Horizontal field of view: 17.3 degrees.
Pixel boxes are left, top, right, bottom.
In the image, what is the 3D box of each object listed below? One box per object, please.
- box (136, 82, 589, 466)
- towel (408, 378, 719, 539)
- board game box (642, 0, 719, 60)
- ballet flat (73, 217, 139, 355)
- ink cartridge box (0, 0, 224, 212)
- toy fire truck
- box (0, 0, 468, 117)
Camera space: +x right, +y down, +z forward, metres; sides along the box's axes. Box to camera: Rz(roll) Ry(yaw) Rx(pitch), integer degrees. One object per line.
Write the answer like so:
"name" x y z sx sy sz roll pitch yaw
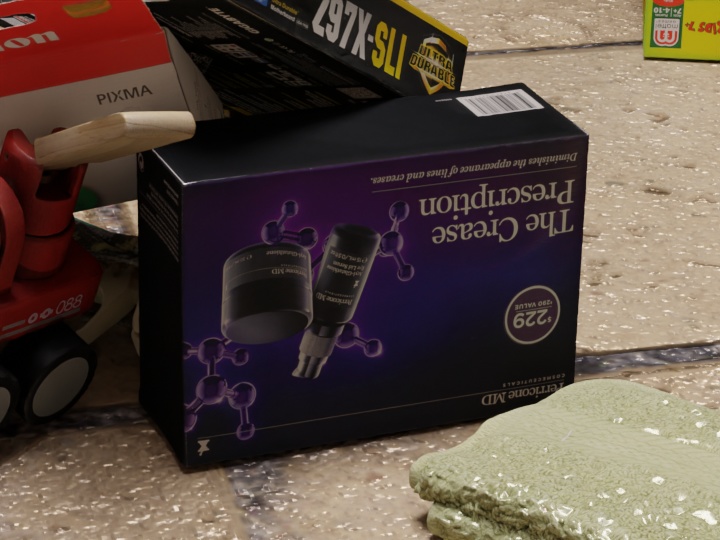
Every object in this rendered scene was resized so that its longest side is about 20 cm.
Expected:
"box" 0.000 0.000 1.104 0.199 0.142 0.079 -8 27 -20
"towel" 0.135 0.097 1.013 0.199 0.037 0.148 18 29 35
"board game box" 0.255 -0.204 1.709 0.101 0.048 0.200 3 23 6
"ballet flat" -0.112 0.014 1.181 0.199 0.073 0.072 10 25 21
"ink cartridge box" -0.155 -0.069 1.088 0.160 0.050 0.200 -11 -11 6
"toy fire truck" -0.170 -0.010 1.026 0.129 0.201 0.176 39 36 25
"box" -0.066 -0.118 1.130 0.159 0.050 0.200 4 -11 36
